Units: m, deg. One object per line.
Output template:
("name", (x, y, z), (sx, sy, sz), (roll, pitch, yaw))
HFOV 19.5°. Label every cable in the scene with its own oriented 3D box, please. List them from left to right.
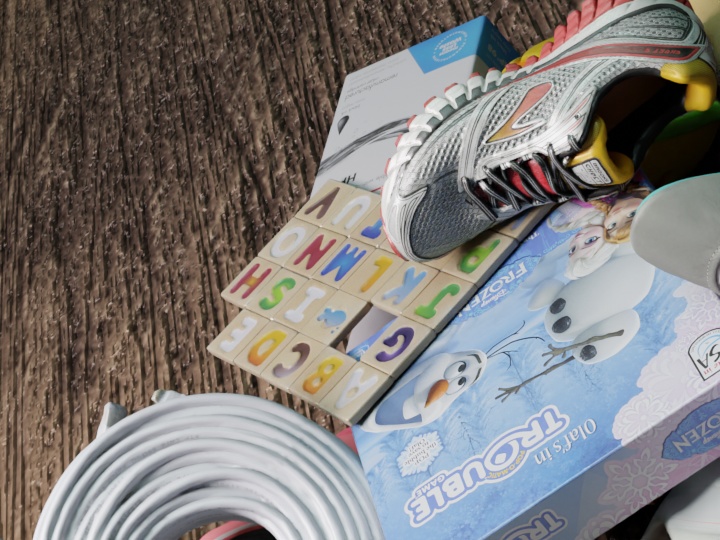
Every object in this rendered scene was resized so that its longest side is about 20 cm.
("cable", (-0.070, 0.161, 1.070), (0.200, 0.069, 0.200), (15, 69, 8))

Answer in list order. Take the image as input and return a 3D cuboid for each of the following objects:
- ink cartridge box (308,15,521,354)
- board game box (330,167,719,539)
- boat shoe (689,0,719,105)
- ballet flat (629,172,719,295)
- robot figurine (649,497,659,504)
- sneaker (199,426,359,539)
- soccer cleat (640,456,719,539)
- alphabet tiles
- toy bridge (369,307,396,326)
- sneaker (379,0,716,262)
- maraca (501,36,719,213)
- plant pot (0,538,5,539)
("ink cartridge box", (0.034, -0.053, 1.282), (0.116, 0.067, 0.200), (-21, 37, 33))
("board game box", (0.091, 0.056, 1.045), (0.200, 0.043, 0.199), (-35, 32, 9))
("boat shoe", (0.208, -0.109, 1.103), (0.200, 0.076, 0.072), (56, 135, 23))
("ballet flat", (0.225, -0.004, 0.970), (0.064, 0.200, 0.067), (-104, 25, -48))
("robot figurine", (0.146, 0.046, 1.099), (0.145, 0.058, 0.200), (-2, 48, 48))
("sneaker", (-0.016, 0.137, 1.175), (0.200, 0.074, 0.087), (-29, 22, 9))
("soccer cleat", (0.191, 0.142, 0.930), (0.078, 0.069, 0.200), (-47, 24, 1))
("alphabet tiles", (0.000, 0.000, 1.175), (0.167, 0.008, 0.200), (-47, 30, -13))
("toy bridge", (0.087, -0.024, 1.280), (0.200, 0.027, 0.067), (-46, 31, -4))
("sneaker", (0.095, -0.068, 1.080), (0.200, 0.078, 0.082), (-38, 45, 14))
("maraca", (0.157, -0.090, 1.204), (0.200, 0.107, 0.137), (-13, 16, -2))
("plant pot", (-0.261, 0.247, 1.194), (0.200, 0.200, 0.188), (-3, 63, 47))
